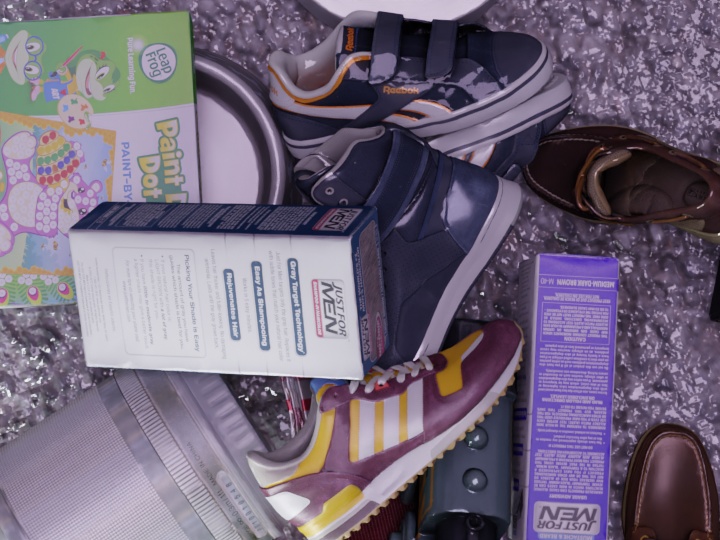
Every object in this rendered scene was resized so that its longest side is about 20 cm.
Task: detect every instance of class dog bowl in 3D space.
[{"bbox_3d":[-0.140,-0.066,1.760,0.198,0.059,0.202,0,86,0],"label":"dog bowl"}]

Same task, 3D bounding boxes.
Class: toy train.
[{"bbox_3d":[0.068,0.129,1.702,0.085,0.114,0.201,7,63,-6],"label":"toy train"}]

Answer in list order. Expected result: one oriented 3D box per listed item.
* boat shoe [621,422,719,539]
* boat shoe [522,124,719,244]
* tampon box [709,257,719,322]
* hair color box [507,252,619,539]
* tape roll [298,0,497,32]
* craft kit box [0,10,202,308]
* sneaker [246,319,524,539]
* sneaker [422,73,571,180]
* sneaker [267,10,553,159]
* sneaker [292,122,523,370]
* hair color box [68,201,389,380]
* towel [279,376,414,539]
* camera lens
[{"bbox_3d":[0.221,0.209,1.743,0.071,0.068,0.202,4,86,-1],"label":"boat shoe"},{"bbox_3d":[0.182,-0.065,1.708,0.199,0.072,0.073,20,94,43],"label":"boat shoe"},{"bbox_3d":[0.362,-0.020,1.730,0.198,0.126,0.151,11,86,0],"label":"tampon box"},{"bbox_3d":[0.141,0.092,1.728,0.064,0.109,0.202,4,87,-3],"label":"hair color box"},{"bbox_3d":[0.029,-0.265,1.769,0.201,0.071,0.204,0,86,-1],"label":"tape roll"},{"bbox_3d":[-0.208,-0.074,1.710,0.196,0.049,0.202,-4,86,-4],"label":"craft kit box"},{"bbox_3d":[0.017,0.088,1.614,0.200,0.075,0.090,-43,98,-5],"label":"sneaker"},{"bbox_3d":[0.065,-0.069,1.747,0.199,0.078,0.080,-25,108,-2],"label":"sneaker"},{"bbox_3d":[0.030,-0.138,1.703,0.199,0.079,0.080,-15,123,13],"label":"sneaker"},{"bbox_3d":[0.000,-0.001,1.662,0.146,0.077,0.203,27,94,-21],"label":"sneaker"},{"bbox_3d":[-0.086,0.012,1.619,0.199,0.061,0.101,2,112,19],"label":"hair color box"},{"bbox_3d":[-0.006,0.135,1.715,0.023,0.144,0.202,-14,86,27],"label":"towel"},{"bbox_3d":[-0.158,0.158,1.694,0.199,0.160,0.161,-33,87,-3],"label":"camera lens"}]
